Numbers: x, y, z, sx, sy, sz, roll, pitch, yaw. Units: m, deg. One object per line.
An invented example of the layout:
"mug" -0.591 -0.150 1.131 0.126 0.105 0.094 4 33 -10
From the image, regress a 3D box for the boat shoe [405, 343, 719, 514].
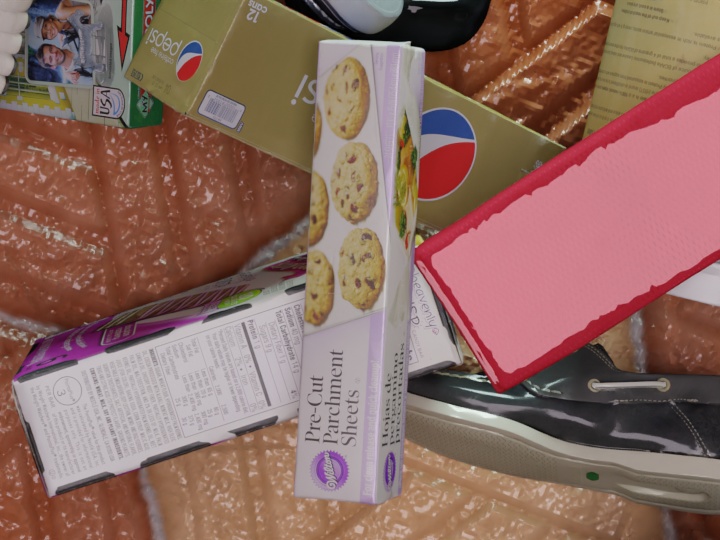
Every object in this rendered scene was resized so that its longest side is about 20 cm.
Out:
"boat shoe" 0.099 0.068 1.272 0.199 0.072 0.068 10 70 1

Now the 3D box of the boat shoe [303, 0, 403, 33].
"boat shoe" -0.065 -0.176 1.217 0.091 0.071 0.200 -39 80 26

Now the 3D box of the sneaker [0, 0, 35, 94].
"sneaker" -0.178 -0.161 1.142 0.090 0.078 0.200 11 114 -28

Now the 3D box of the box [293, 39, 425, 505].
"box" 0.000 0.000 1.128 0.041 0.039 0.201 5 93 18

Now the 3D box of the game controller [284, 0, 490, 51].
"game controller" 0.024 -0.208 1.250 0.104 0.042 0.201 7 97 -17

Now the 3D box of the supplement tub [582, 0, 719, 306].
"supplement tub" 0.182 -0.087 1.210 0.144 0.145 0.201 13 96 -3

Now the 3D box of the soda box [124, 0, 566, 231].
"soda box" -0.004 -0.072 1.201 0.200 0.068 0.064 24 95 -36

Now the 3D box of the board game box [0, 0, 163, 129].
"board game box" -0.148 -0.174 1.205 0.134 0.029 0.201 10 103 31

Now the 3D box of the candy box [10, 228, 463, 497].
"candy box" -0.057 0.038 1.221 0.199 0.136 0.061 -17 97 -1

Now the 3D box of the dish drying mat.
"dish drying mat" 0.125 -0.030 1.138 0.200 0.018 0.077 -33 92 7
